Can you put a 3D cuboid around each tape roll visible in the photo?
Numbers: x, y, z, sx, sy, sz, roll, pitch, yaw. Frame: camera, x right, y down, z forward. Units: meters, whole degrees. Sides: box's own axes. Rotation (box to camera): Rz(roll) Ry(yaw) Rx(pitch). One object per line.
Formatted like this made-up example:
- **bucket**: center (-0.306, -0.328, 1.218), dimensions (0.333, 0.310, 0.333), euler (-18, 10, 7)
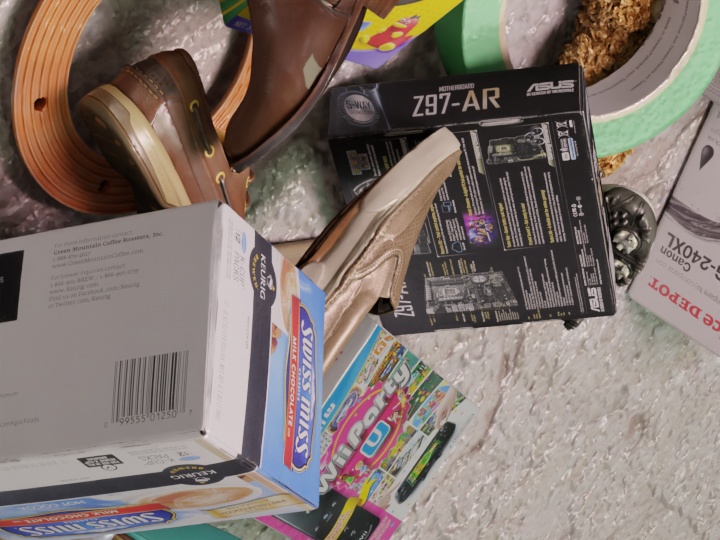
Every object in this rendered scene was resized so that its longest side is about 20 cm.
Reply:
- **tape roll**: center (0.146, -0.171, 1.410), dimensions (0.200, 0.048, 0.201), euler (-9, 116, -19)

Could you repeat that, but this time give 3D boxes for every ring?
- **ring**: center (-0.115, -0.123, 1.238), dimensions (0.200, 0.019, 0.201), euler (-29, 137, -31)

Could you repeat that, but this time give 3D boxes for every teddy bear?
- **teddy bear**: center (0.179, -0.139, 1.521), dimensions (0.145, 0.067, 0.201), euler (-4, 122, -50)

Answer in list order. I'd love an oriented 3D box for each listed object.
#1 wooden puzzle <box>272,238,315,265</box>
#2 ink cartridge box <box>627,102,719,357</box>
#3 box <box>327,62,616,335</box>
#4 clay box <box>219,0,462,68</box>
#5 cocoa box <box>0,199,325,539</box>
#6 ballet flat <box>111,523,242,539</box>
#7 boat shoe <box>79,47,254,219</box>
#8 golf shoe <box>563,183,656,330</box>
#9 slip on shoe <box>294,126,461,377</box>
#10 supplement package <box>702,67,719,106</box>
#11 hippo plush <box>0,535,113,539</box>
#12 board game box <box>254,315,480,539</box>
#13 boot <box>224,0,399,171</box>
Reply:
- **wooden puzzle**: center (-0.090, 0.071, 1.411), dimensions (0.200, 0.037, 0.186), euler (-5, 123, -47)
- **ink cartridge box**: center (0.314, -0.030, 1.700), dimensions (0.083, 0.145, 0.201), euler (-2, 120, -49)
- **box**: center (0.075, -0.041, 1.419), dimensions (0.160, 0.044, 0.200), euler (-6, 139, 11)
- **clay box**: center (0.026, -0.187, 1.186), dimensions (0.115, 0.048, 0.200), euler (11, 147, -40)
- **cocoa box**: center (-0.133, 0.060, 1.186), dimensions (0.131, 0.199, 0.134), euler (43, 43, -55)
- **ballet flat**: center (-0.069, 0.206, 1.414), dimensions (0.199, 0.069, 0.063), euler (15, 110, -9)
- **boat shoe**: center (-0.089, -0.045, 1.253), dimensions (0.068, 0.072, 0.200), euler (-41, 141, -14)
- **golf shoe**: center (0.167, -0.031, 1.555), dimensions (0.088, 0.077, 0.200), euler (-51, 179, -20)
- **slip on shoe**: center (0.000, 0.000, 1.297), dimensions (0.200, 0.061, 0.076), euler (-48, -175, -25)
- **supplement package**: center (0.352, -0.211, 1.592), dimensions (0.191, 0.147, 0.201), euler (-13, 129, -43)
- **hippo plush**: center (-0.162, 0.227, 1.351), dimensions (0.159, 0.200, 0.162), euler (-6, 99, -16)
- **board game box**: center (-0.015, 0.110, 1.467), dimensions (0.148, 0.064, 0.200), euler (-55, 150, -3)
- **boot**: center (-0.084, -0.170, 1.136), dimensions (0.187, 0.200, 0.064), euler (-50, -171, 28)
